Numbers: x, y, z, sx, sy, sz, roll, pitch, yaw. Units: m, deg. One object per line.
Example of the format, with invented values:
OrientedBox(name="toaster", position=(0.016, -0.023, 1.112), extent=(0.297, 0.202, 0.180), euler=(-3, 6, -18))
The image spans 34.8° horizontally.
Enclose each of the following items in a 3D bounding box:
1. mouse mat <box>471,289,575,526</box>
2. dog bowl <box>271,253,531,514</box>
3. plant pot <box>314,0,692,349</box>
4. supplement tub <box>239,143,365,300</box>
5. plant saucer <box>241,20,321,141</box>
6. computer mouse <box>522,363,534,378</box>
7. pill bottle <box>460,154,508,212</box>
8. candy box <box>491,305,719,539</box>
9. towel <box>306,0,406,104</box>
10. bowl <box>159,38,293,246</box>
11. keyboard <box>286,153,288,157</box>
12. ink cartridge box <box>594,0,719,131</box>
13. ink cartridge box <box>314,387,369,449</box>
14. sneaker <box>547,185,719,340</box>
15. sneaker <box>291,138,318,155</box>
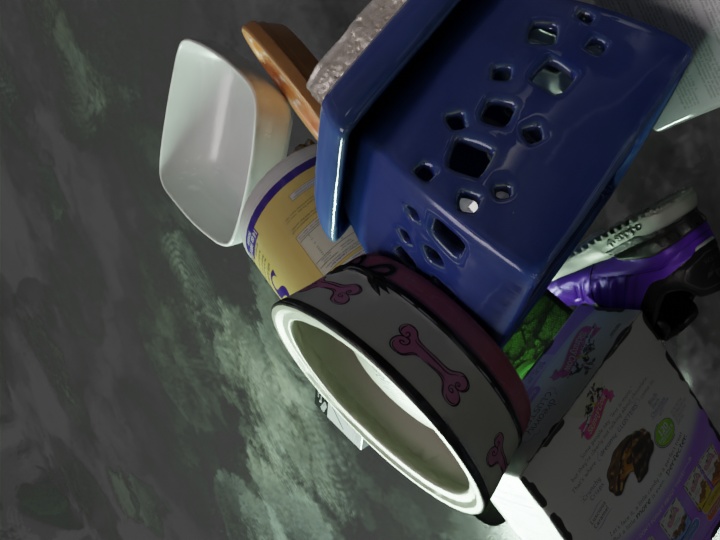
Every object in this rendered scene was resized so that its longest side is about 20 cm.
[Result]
OrientedBox(name="mouse mat", position=(0.122, 0.113, 0.964), extent=(0.161, 0.008, 0.200), euler=(38, 110, -14))
OrientedBox(name="dog bowl", position=(0.033, 0.072, 0.795), extent=(0.200, 0.074, 0.200), euler=(42, 163, 15))
OrientedBox(name="plant pot", position=(0.079, -0.079, 0.782), extent=(0.179, 0.200, 0.200), euler=(35, 160, 9))
OrientedBox(name="supplement tub", position=(0.000, 0.000, 0.999), extent=(0.200, 0.145, 0.146), euler=(53, 150, 31))
OrientedBox(name="plant saucer", position=(-0.043, -0.166, 1.128), extent=(0.201, 0.037, 0.200), euler=(53, 178, 2))
OrientedBox(name="computer mouse", position=(0.193, 0.151, 1.012), extent=(0.200, 0.138, 0.053), euler=(44, -164, -17))
OrientedBox(name="pill bottle", position=(0.072, -0.108, 0.995), extent=(0.200, 0.104, 0.104), euler=(52, 149, 19))
OrientedBox(name="candy box", position=(0.195, 0.156, 0.894), extent=(0.071, 0.168, 0.200), euler=(5, 137, 56))
OrientedBox(name="towel", position=(0.057, -0.176, 0.928), extent=(0.200, 0.034, 0.133), euler=(-46, 69, 19))
OrientedBox(name="bowl", position=(-0.146, -0.147, 1.298), extent=(0.200, 0.074, 0.201), euler=(42, 128, 44))
OrientedBox(name="keyboard", position=(-0.092, -0.082, 1.346), extent=(0.200, 0.040, 0.104), euler=(50, 149, 20))
OrientedBox(name="ink cartridge box", position=(0.233, -0.192, 0.730), extent=(0.200, 0.057, 0.163), euler=(-21, 95, 56))
OrientedBox(name="ink cartridge box", position=(-0.007, 0.113, 1.364), extent=(0.094, 0.044, 0.201), euler=(41, 144, 31))
OrientedBox(name="sneaker", position=(0.211, 0.015, 0.909), extent=(0.100, 0.069, 0.200), euler=(58, 151, 2))
OrientedBox(name="sneaker", position=(-0.030, -0.035, 1.178), extent=(0.201, 0.098, 0.071), euler=(61, 177, -27))
